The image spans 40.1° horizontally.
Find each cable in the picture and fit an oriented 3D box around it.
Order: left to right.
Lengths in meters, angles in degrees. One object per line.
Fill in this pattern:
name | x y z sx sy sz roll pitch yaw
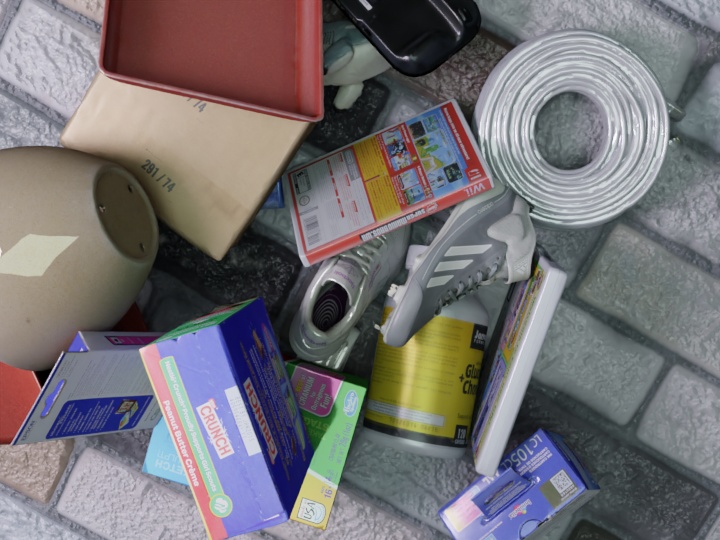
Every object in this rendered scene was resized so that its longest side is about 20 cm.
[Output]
cable | 0.211 -0.138 0.994 0.199 0.069 0.201 40 99 -5

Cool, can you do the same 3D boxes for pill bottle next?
pill bottle | 0.071 0.082 1.007 0.110 0.112 0.204 11 87 0

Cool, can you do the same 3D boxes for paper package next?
paper package | -0.162 -0.145 0.967 0.199 0.104 0.192 35 100 -5

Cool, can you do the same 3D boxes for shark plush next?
shark plush | 0.010 -0.250 0.988 0.199 0.091 0.084 -35 66 12

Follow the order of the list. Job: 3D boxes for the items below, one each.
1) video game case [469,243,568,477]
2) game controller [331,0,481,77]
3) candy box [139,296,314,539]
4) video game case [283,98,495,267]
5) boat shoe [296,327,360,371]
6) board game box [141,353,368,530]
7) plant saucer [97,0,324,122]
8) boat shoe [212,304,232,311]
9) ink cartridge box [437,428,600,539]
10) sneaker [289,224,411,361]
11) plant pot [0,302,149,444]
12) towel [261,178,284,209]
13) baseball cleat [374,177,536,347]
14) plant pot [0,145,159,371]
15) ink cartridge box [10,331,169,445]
video game case | 0.150 0.080 0.975 0.022 0.182 0.203 19 100 0
game controller | 0.025 -0.280 0.960 0.104 0.042 0.201 -40 76 -3
candy box | -0.109 0.122 0.877 0.076 0.200 0.172 -18 93 4
video game case | 0.022 -0.090 0.980 0.197 0.144 0.018 -23 131 6
boat shoe | -0.048 0.148 1.055 0.069 0.071 0.203 17 93 2
board game box | -0.106 0.158 1.001 0.197 0.040 0.156 17 95 2
plant saucer | -0.131 -0.227 0.885 0.197 0.037 0.203 9 62 -21
boat shoe | -0.154 0.141 1.055 0.073 0.066 0.203 13 99 1
ink cartridge box | 0.161 0.230 0.987 0.136 0.200 0.077 -40 71 7
sneaker | 0.000 0.000 0.993 0.074 0.100 0.202 29 74 0
plant pot | -0.353 0.063 0.995 0.174 0.200 0.203 -19 99 20
towel | -0.181 -0.132 1.034 0.196 0.024 0.150 -2 100 2
baseball cleat | 0.101 0.001 0.930 0.105 0.070 0.202 30 73 8
plant pot | -0.259 -0.028 0.876 0.133 0.200 0.203 -20 99 20
ink cartridge box | -0.230 0.103 0.889 0.037 0.199 0.096 35 100 20
